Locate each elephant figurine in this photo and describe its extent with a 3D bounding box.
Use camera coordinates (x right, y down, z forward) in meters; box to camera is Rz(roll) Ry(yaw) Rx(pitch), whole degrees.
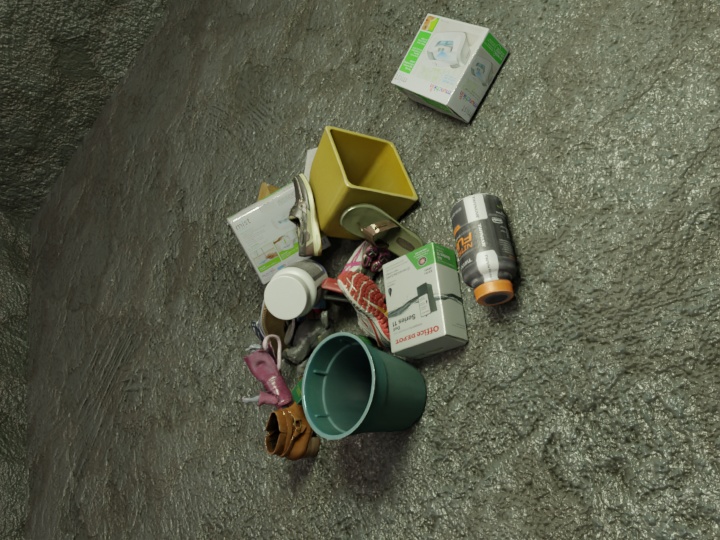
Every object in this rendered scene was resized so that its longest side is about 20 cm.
[{"bbox_3d":[-0.137,0.162,1.459,0.155,0.142,0.200,-38,28,-7],"label":"elephant figurine"}]

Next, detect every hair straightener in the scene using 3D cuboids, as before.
[{"bbox_3d":[0.010,0.068,1.360,0.197,0.078,0.041,8,45,15],"label":"hair straightener"}]

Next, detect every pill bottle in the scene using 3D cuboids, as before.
[{"bbox_3d":[0.239,-0.037,1.155,0.106,0.106,0.202,-27,58,36],"label":"pill bottle"},{"bbox_3d":[-0.144,0.043,1.367,0.112,0.200,0.115,1,99,9],"label":"pill bottle"}]

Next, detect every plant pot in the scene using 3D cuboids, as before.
[{"bbox_3d":[0.019,0.240,1.212,0.199,0.195,0.203,-17,65,41],"label":"plant pot"},{"bbox_3d":[-0.018,-0.183,1.416,0.200,0.194,0.196,-53,44,40],"label":"plant pot"}]

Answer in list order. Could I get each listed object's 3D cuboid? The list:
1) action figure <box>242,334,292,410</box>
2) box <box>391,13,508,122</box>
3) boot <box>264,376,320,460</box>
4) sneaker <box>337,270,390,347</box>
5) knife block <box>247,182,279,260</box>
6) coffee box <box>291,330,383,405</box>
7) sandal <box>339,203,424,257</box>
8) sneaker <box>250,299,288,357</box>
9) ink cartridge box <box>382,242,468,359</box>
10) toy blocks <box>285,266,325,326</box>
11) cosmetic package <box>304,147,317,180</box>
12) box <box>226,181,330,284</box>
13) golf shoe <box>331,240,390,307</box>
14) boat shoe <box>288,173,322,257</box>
[{"bbox_3d":[-0.204,0.270,1.463,0.148,0.134,0.201,-36,77,26],"label":"action figure"},{"bbox_3d":[0.196,-0.452,1.345,0.200,0.096,0.178,40,103,44],"label":"box"},{"bbox_3d":[-0.159,0.331,1.384,0.076,0.155,0.203,-8,70,34],"label":"boot"},{"bbox_3d":[0.013,0.090,1.293,0.082,0.201,0.078,-29,12,42],"label":"sneaker"},{"bbox_3d":[-0.278,-0.128,1.738,0.176,0.064,0.201,-45,49,23],"label":"knife block"},{"bbox_3d":[-0.053,0.226,1.346,0.201,0.122,0.044,-53,47,20],"label":"coffee box"},{"bbox_3d":[0.050,-0.081,1.307,0.080,0.199,0.057,-63,3,24],"label":"sandal"},{"bbox_3d":[-0.239,0.122,1.550,0.108,0.069,0.202,43,143,44],"label":"sneaker"},{"bbox_3d":[0.131,0.066,1.244,0.146,0.083,0.202,-25,60,37],"label":"ink cartridge box"},{"bbox_3d":[-0.157,0.071,1.539,0.199,0.099,0.139,-10,81,44],"label":"toy blocks"},{"bbox_3d":[-0.113,-0.230,1.618,0.082,0.050,0.203,-4,73,42],"label":"cosmetic package"},{"bbox_3d":[-0.204,-0.096,1.501,0.199,0.178,0.097,-31,18,-10],"label":"box"},{"bbox_3d":[0.000,0.000,1.420,0.200,0.072,0.092,-50,23,18],"label":"golf shoe"},{"bbox_3d":[-0.136,-0.129,1.405,0.073,0.064,0.202,124,134,-71],"label":"boat shoe"}]
